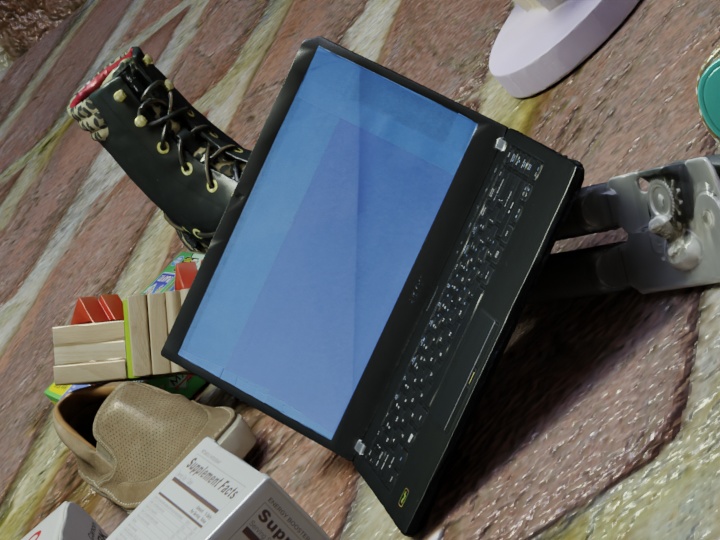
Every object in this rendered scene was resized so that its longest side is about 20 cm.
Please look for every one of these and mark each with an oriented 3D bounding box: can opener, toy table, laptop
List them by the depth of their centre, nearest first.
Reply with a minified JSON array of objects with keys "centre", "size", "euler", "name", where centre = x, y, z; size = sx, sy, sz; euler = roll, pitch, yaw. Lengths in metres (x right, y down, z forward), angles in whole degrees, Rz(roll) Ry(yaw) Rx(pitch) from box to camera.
[{"centre":[0.123,-0.017,1.177],"size":[0.066,0.054,0.200],"euler":[-13,1,-25],"name":"can opener"},{"centre":[0.000,0.000,1.202],"size":[0.178,0.103,0.200],"euler":[-65,14,5],"name":"laptop"},{"centre":[0.108,-0.206,1.591],"size":[0.183,0.117,0.200],"euler":[-36,15,25],"name":"toy table"}]

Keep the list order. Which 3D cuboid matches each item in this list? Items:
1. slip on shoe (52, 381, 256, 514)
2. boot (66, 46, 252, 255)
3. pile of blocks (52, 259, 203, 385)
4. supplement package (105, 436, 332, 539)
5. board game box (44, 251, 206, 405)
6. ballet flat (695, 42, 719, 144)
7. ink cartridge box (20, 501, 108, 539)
[{"centre":[-0.119,0.092,1.448],"size":[0.076,0.061,0.200],"euler":[-46,15,-13],"name":"slip on shoe"},{"centre":[-0.102,-0.075,1.693],"size":[0.074,0.154,0.203],"euler":[-48,15,-22],"name":"boot"},{"centre":[-0.095,0.027,1.492],"size":[0.199,0.063,0.082],"euler":[-8,-5,42],"name":"pile of blocks"},{"centre":[-0.080,0.178,1.003],"size":[0.200,0.110,0.114],"euler":[-45,14,-8],"name":"supplement package"},{"centre":[-0.125,0.048,1.660],"size":[0.135,0.029,0.200],"euler":[-45,15,-12],"name":"board game box"},{"centre":[0.229,-0.104,1.074],"size":[0.199,0.071,0.065],"euler":[-19,-3,35],"name":"ballet flat"},{"centre":[-0.184,0.220,1.211],"size":[0.200,0.083,0.147],"euler":[-40,15,14],"name":"ink cartridge box"}]
